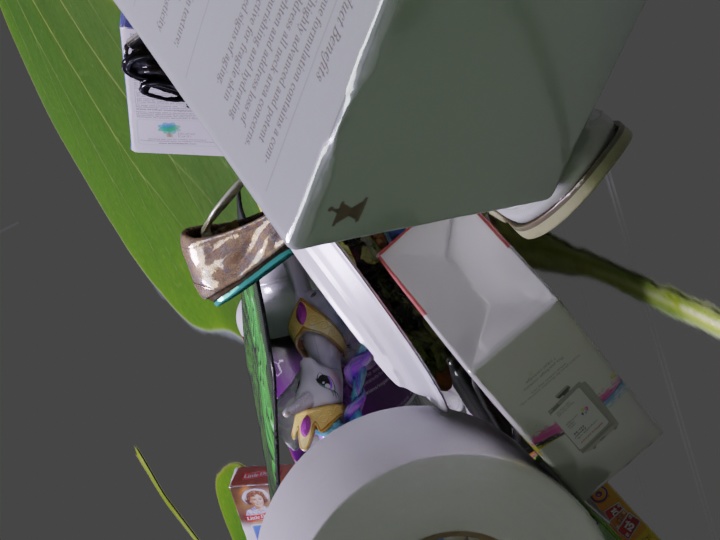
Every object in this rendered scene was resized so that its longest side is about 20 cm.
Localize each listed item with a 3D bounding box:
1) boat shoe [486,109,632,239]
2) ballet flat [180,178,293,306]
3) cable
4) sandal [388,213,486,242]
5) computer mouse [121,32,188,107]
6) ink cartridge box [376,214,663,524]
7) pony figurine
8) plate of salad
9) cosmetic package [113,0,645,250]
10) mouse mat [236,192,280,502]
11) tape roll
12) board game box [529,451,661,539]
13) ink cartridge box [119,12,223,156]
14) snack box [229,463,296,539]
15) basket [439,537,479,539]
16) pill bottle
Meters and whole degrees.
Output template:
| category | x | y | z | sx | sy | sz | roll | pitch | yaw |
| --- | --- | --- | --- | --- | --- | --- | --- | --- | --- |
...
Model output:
| category | x | y | z | sx | sy | sz | roll | pitch | yaw |
| --- | --- | --- | --- | --- | --- | --- | --- | --- | --- |
| boat shoe | 0.082 | -0.066 | 1.296 | 0.068 | 0.075 | 0.200 | 42 | 170 | -11 |
| ballet flat | -0.040 | -0.048 | 1.586 | 0.068 | 0.199 | 0.068 | 60 | -159 | 1 |
| cable | 0.108 | 0.096 | 1.633 | 0.097 | 0.050 | 0.201 | 18 | 147 | 52 |
| sandal | 0.018 | -0.100 | 1.433 | 0.087 | 0.079 | 0.202 | -16 | 86 | 53 |
| computer mouse | -0.042 | -0.132 | 1.547 | 0.199 | 0.053 | 0.138 | -2 | 158 | 35 |
| ink cartridge box | 0.102 | 0.054 | 1.411 | 0.117 | 0.067 | 0.200 | 51 | -179 | 43 |
| pony figurine | -0.010 | 0.049 | 1.695 | 0.193 | 0.165 | 0.202 | 33 | -133 | -56 |
| plate of salad | 0.000 | 0.000 | 1.467 | 0.201 | 0.048 | 0.200 | 54 | 176 | 5 |
| cosmetic package | 0.006 | -0.146 | 1.165 | 0.200 | 0.165 | 0.168 | 54 | 139 | 31 |
| mouse mat | -0.073 | 0.056 | 1.707 | 0.201 | 0.007 | 0.162 | -105 | 11 | -48 |
| tape roll | 0.043 | 0.192 | 1.448 | 0.139 | 0.201 | 0.204 | -138 | 23 | -77 |
| board game box | 0.132 | 0.166 | 1.600 | 0.096 | 0.030 | 0.200 | 47 | 160 | 2 |
| ink cartridge box | -0.090 | -0.155 | 1.633 | 0.200 | 0.135 | 0.077 | 95 | 177 | -65 |
| snack box | 0.005 | 0.176 | 1.833 | 0.024 | 0.198 | 0.072 | -77 | -23 | -49 |
| basket | 0.084 | 0.234 | 1.622 | 0.199 | 0.140 | 0.176 | 24 | 170 | -24 |
| pill bottle | -0.026 | 0.066 | 1.867 | 0.201 | 0.112 | 0.112 | 68 | 165 | -17 |
